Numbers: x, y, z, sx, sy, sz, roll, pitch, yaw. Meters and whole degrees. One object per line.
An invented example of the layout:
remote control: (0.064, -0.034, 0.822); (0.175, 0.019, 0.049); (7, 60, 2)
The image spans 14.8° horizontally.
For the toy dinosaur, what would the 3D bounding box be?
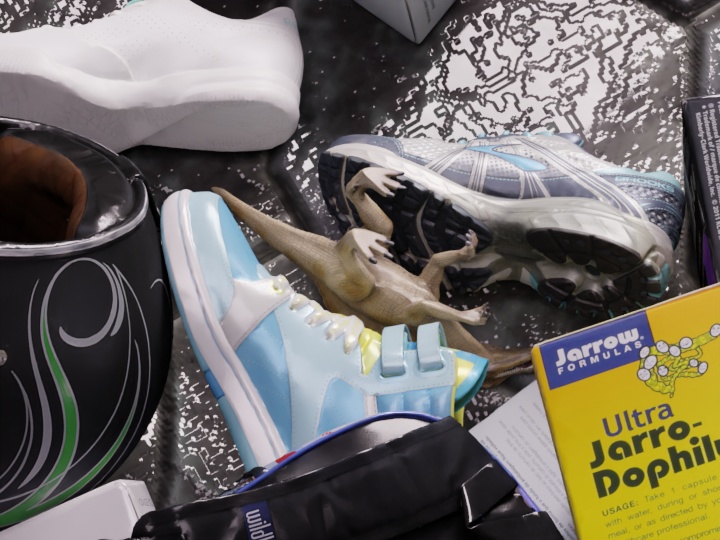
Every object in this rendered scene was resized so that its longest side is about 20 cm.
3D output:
toy dinosaur: (0.000, 0.000, 1.418); (0.199, 0.101, 0.058); (31, 52, 9)

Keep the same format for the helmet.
helmet: (-0.193, 0.037, 1.380); (0.199, 0.200, 0.192); (18, 118, 12)

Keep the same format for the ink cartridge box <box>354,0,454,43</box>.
ink cartridge box: (0.033, -0.250, 1.502); (0.145, 0.083, 0.200); (36, 80, 17)

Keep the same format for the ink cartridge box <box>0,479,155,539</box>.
ink cartridge box: (-0.166, 0.220, 1.343); (0.199, 0.045, 0.177); (-24, 80, 9)

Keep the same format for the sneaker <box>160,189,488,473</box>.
sneaker: (-0.012, 0.034, 1.376); (0.130, 0.080, 0.201); (-25, 85, 6)

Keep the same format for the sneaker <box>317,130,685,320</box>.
sneaker: (0.075, -0.035, 1.444); (0.199, 0.078, 0.086); (17, 47, 18)

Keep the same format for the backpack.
backpack: (0.001, 0.165, 1.254); (0.190, 0.154, 0.201); (-33, 82, -13)

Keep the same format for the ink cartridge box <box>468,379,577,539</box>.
ink cartridge box: (0.107, 0.150, 1.357); (0.200, 0.043, 0.197); (-37, 53, -4)

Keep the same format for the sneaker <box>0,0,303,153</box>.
sneaker: (-0.129, -0.114, 1.493); (0.199, 0.075, 0.089); (4, 60, 2)

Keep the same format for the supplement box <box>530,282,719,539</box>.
supplement box: (0.159, 0.124, 1.259); (0.109, 0.109, 0.201); (-19, 53, 8)

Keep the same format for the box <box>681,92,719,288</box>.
box: (0.265, -0.034, 1.383); (0.199, 0.122, 0.107); (-9, 70, 3)
